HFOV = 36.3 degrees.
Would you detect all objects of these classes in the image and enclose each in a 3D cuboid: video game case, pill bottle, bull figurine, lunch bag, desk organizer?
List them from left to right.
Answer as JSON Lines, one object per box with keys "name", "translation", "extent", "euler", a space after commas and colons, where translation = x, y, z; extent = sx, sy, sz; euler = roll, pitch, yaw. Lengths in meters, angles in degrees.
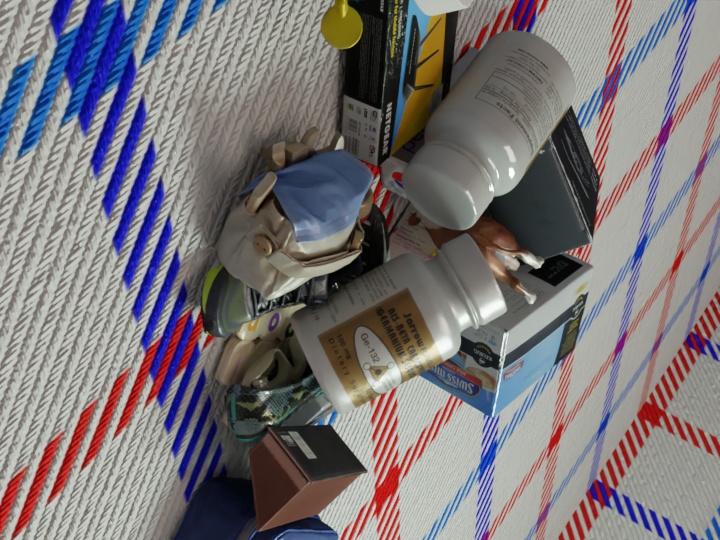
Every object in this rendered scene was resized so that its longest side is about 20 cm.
{"name": "lunch bag", "translation": [-0.117, 0.318, 1.217], "extent": [0.137, 0.131, 0.200], "euler": [-64, 155, 1]}
{"name": "desk organizer", "translation": [-0.067, 0.218, 1.171], "extent": [0.077, 0.072, 0.200], "euler": [-44, 164, 7]}
{"name": "video game case", "translation": [-0.015, 0.138, 1.279], "extent": [0.199, 0.018, 0.143], "euler": [-30, 170, -42]}
{"name": "pill bottle", "translation": [0.040, 0.049, 1.097], "extent": [0.198, 0.115, 0.115], "euler": [-28, 150, -1]}
{"name": "bull figurine", "translation": [0.129, -0.032, 1.227], "extent": [0.121, 0.200, 0.066], "euler": [32, 97, -22]}
{"name": "pill bottle", "translation": [0.132, -0.144, 1.147], "extent": [0.201, 0.113, 0.115], "euler": [-53, 153, -26]}

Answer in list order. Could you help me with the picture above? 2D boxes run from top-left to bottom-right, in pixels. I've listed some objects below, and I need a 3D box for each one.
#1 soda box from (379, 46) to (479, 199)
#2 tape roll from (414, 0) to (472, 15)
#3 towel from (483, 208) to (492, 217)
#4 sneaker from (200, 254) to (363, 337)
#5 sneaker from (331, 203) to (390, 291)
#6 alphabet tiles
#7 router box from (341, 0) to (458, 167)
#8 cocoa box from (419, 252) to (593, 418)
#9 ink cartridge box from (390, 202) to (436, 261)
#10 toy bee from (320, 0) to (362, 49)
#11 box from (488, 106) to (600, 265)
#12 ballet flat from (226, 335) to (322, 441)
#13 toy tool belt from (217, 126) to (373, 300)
{"name": "soda box", "translation": [0.104, -0.167, 1.261], "extent": [0.200, 0.068, 0.064], "euler": [-49, 151, -28]}
{"name": "tape roll", "translation": [0.057, -0.323, 0.943], "extent": [0.203, 0.037, 0.206], "euler": [-8, 90, -72]}
{"name": "towel", "translation": [0.152, -0.021, 1.480], "extent": [0.147, 0.021, 0.202], "euler": [-89, -163, -77]}
{"name": "sneaker", "translation": [-0.074, 0.007, 1.052], "extent": [0.199, 0.080, 0.075], "euler": [-36, 132, -43]}
{"name": "sneaker", "translation": [0.000, 0.000, 1.201], "extent": [0.202, 0.073, 0.080], "euler": [96, 21, -45]}
{"name": "alphabet tiles", "translation": [-0.085, 0.074, 1.185], "extent": [0.199, 0.014, 0.198], "euler": [8, 104, -64]}
{"name": "router box", "translation": [0.043, -0.227, 1.102], "extent": [0.149, 0.051, 0.202], "euler": [-44, 149, -41]}
{"name": "cocoa box", "translation": [0.174, 0.060, 1.350], "extent": [0.199, 0.133, 0.133], "euler": [-30, 137, -42]}
{"name": "ink cartridge box", "translation": [0.081, -0.015, 1.359], "extent": [0.201, 0.067, 0.116], "euler": [-58, 155, -13]}
{"name": "toy bee", "translation": [-0.027, -0.262, 0.894], "extent": [0.200, 0.107, 0.133], "euler": [45, 47, -69]}
{"name": "box", "translation": [0.219, -0.122, 1.348], "extent": [0.149, 0.103, 0.200], "euler": [64, 25, -18]}
{"name": "ballet flat", "translation": [-0.070, 0.106, 1.157], "extent": [0.200, 0.074, 0.075], "euler": [-35, 143, -53]}
{"name": "toy tool belt", "translation": [-0.042, -0.069, 1.011], "extent": [0.200, 0.124, 0.124], "euler": [-38, 153, -44]}
